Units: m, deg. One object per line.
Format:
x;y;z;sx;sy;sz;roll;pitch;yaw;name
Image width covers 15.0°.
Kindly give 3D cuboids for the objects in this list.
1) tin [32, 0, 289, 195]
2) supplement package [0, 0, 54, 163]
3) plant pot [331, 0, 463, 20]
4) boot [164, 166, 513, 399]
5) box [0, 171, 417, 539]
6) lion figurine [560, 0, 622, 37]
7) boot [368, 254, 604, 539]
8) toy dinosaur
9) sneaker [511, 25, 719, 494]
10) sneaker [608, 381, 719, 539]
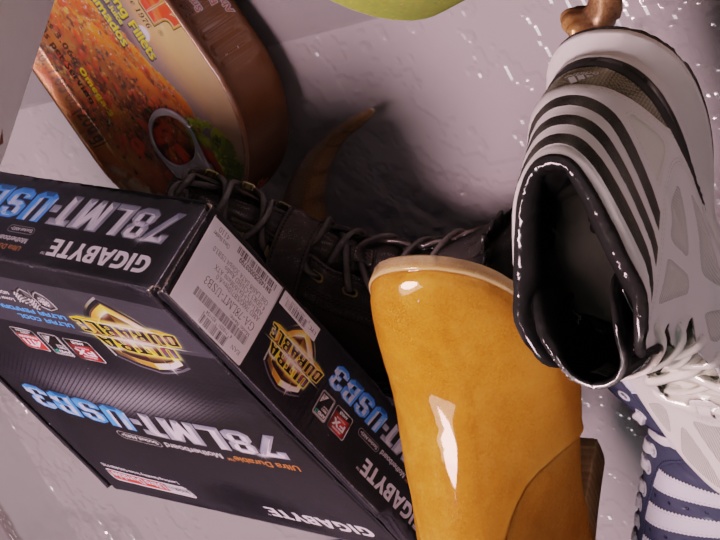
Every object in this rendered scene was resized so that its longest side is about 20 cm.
-0.106;-0.113;1.197;0.200;0.042;0.112;56;146;-4;tin
-0.215;-0.116;0.953;0.200;0.117;0.117;9;141;4;supplement package
0.042;-0.179;0.837;0.187;0.187;0.200;44;127;7;plant pot
0.000;0.000;1.126;0.174;0.069;0.200;23;141;1;boot
-0.086;0.037;1.154;0.200;0.050;0.199;9;149;43;box
0.128;-0.129;0.944;0.200;0.072;0.123;17;127;15;lion figurine
0.045;0.099;1.046;0.071;0.144;0.201;-1;148;25;boot
-0.027;0.004;1.226;0.106;0.060;0.200;0;121;15;toy dinosaur
0.098;0.026;0.961;0.076;0.115;0.201;-8;122;32;sneaker
0.129;0.076;1.104;0.108;0.070;0.200;38;135;6;sneaker
